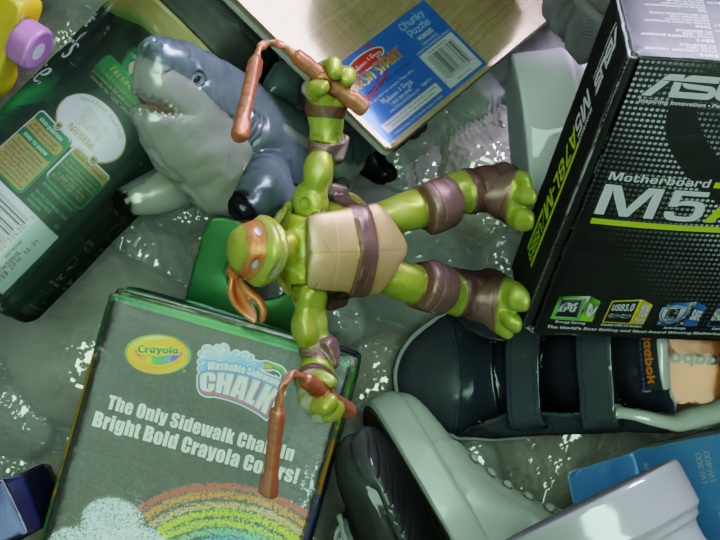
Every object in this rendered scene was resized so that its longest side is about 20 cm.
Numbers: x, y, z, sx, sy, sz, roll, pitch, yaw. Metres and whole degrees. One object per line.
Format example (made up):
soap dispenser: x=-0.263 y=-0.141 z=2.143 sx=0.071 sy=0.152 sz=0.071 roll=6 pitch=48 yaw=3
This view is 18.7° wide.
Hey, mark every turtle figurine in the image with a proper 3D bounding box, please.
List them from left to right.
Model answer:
turtle figurine: x=0.000 y=0.000 z=0.991 sx=0.161 sy=0.064 sz=0.201 roll=0 pitch=87 yaw=-32

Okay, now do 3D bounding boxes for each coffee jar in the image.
coffee jar: x=-0.128 y=-0.071 z=1.086 sx=0.085 sy=0.104 sz=0.200 roll=45 pitch=86 yaw=2

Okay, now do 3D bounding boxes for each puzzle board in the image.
puzzle board: x=0.018 y=-0.157 z=1.083 sx=0.151 sy=0.017 sz=0.200 roll=45 pitch=53 yaw=5

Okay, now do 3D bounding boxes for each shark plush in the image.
shark plush: x=-0.028 y=-0.070 z=1.050 sx=0.199 sy=0.091 sz=0.084 roll=-4 pitch=95 yaw=-37

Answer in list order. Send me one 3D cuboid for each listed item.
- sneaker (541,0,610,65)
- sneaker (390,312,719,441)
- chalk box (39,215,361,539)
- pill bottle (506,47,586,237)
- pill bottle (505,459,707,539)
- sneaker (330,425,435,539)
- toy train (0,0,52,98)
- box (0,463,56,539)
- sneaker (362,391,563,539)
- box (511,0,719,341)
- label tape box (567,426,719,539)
sneaker: x=0.126 y=-0.168 z=1.023 sx=0.112 sy=0.078 sz=0.200 roll=-36 pitch=83 yaw=-20
sneaker: x=0.114 y=0.045 z=1.097 sx=0.199 sy=0.079 sz=0.079 roll=-5 pitch=88 yaw=0
chalk box: x=-0.071 y=0.077 z=1.067 sx=0.124 sy=0.124 sz=0.201 roll=17 pitch=88 yaw=1
pill bottle: x=0.177 y=-0.069 z=1.086 sx=0.199 sy=0.114 sz=0.115 roll=-5 pitch=87 yaw=-2
pill bottle: x=0.146 y=0.196 z=0.994 sx=0.115 sy=0.116 sz=0.201 roll=-26 pitch=84 yaw=-2
sneaker: x=0.001 y=0.166 z=1.056 sx=0.088 sy=0.074 sz=0.201 roll=-12 pitch=122 yaw=5
toy train: x=-0.220 y=-0.142 z=1.085 sx=0.200 sy=0.056 sz=0.151 roll=-37 pitch=84 yaw=29
box: x=-0.207 y=0.132 z=1.025 sx=0.121 sy=0.200 sz=0.033 roll=-26 pitch=87 yaw=-2
sneaker: x=0.079 y=0.134 z=1.103 sx=0.085 sy=0.073 sz=0.200 roll=-35 pitch=93 yaw=-17
box: x=0.186 y=-0.040 z=0.995 sx=0.199 sy=0.193 sz=0.048 roll=3 pitch=53 yaw=-12
label tape box: x=0.216 y=0.142 z=1.074 sx=0.199 sy=0.066 sz=0.144 roll=-13 pitch=88 yaw=-20
